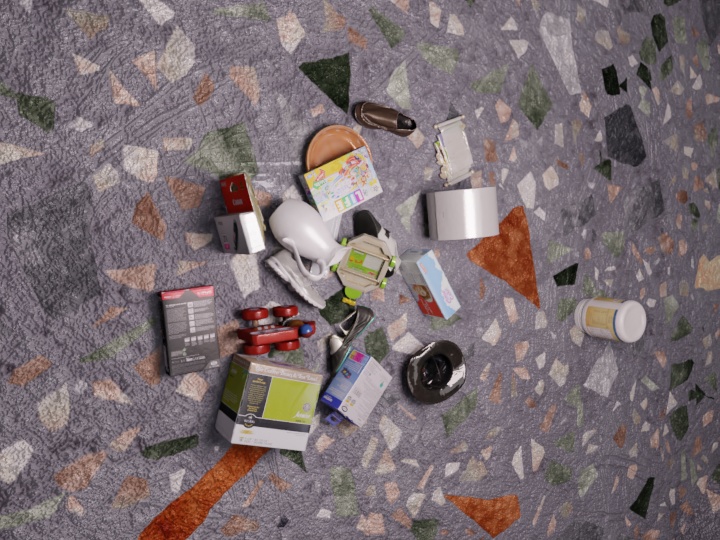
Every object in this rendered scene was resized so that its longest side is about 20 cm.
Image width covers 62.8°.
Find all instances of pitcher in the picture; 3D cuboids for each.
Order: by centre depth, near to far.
[{"bbox_3d":[-0.141,-0.075,1.466,0.200,0.121,0.172,43,37,-1],"label":"pitcher"}]

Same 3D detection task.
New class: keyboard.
[{"bbox_3d":[-0.092,-0.081,1.596,0.056,0.011,0.200,14,85,-25],"label":"keyboard"}]

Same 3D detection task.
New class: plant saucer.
[{"bbox_3d":[-0.060,-0.287,1.587,0.200,0.037,0.201,-2,93,-30],"label":"plant saucer"}]

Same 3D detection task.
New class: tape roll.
[{"bbox_3d":[0.295,-0.166,1.707,0.202,0.203,0.139,-8,97,-30],"label":"tape roll"}]

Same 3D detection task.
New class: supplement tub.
[{"bbox_3d":[0.869,0.168,2.061,0.144,0.200,0.145,-2,94,-30],"label":"supplement tub"}]

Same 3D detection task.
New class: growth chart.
[{"bbox_3d":[0.282,-0.363,1.795,0.145,0.018,0.200,-19,102,-28],"label":"growth chart"}]

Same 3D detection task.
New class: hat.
[{"bbox_3d":[0.213,0.297,1.755,0.200,0.081,0.201,-1,92,-22],"label":"hat"}]

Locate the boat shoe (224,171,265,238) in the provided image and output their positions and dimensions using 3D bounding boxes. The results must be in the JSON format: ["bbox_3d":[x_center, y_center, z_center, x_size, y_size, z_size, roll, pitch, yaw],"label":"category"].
[{"bbox_3d":[-0.273,-0.143,1.455,0.063,0.073,0.201,-33,105,-57],"label":"boat shoe"}]

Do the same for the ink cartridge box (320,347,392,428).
[{"bbox_3d":[-0.018,0.333,1.602,0.200,0.076,0.136,-57,136,-17],"label":"ink cartridge box"}]

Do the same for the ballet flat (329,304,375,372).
[{"bbox_3d":[-0.040,0.179,1.606,0.068,0.068,0.200,35,84,-8],"label":"ballet flat"}]

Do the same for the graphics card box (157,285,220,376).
[{"bbox_3d":[-0.405,0.141,1.400,0.125,0.051,0.200,-8,96,-30],"label":"graphics card box"}]

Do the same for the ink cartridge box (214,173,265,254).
[{"bbox_3d":[-0.293,-0.126,1.364,0.044,0.200,0.174,-20,102,-27],"label":"ink cartridge box"}]

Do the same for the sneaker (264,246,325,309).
[{"bbox_3d":[-0.151,0.021,1.526,0.082,0.075,0.200,-49,114,-17],"label":"sneaker"}]

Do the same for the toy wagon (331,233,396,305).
[{"bbox_3d":[0.000,0.000,1.605,0.155,0.040,0.200,20,112,-6],"label":"toy wagon"}]

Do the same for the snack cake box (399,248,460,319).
[{"bbox_3d":[0.195,0.038,1.708,0.067,0.115,0.200,-38,110,-24],"label":"snack cake box"}]

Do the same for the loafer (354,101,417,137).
[{"bbox_3d":[0.077,-0.427,1.640,0.200,0.071,0.073,6,90,-30],"label":"loafer"}]

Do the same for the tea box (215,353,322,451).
[{"bbox_3d":[-0.227,0.325,1.465,0.200,0.134,0.197,18,85,-30],"label":"tea box"}]

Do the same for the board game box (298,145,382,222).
[{"bbox_3d":[-0.049,-0.228,1.556,0.200,0.034,0.135,-31,108,-25],"label":"board game box"}]

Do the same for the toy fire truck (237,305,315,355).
[{"bbox_3d":[-0.198,0.151,1.453,0.200,0.168,0.112,-4,95,-30],"label":"toy fire truck"}]

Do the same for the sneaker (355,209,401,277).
[{"bbox_3d":[0.052,-0.085,1.651,0.089,0.074,0.200,-42,111,-51],"label":"sneaker"}]
